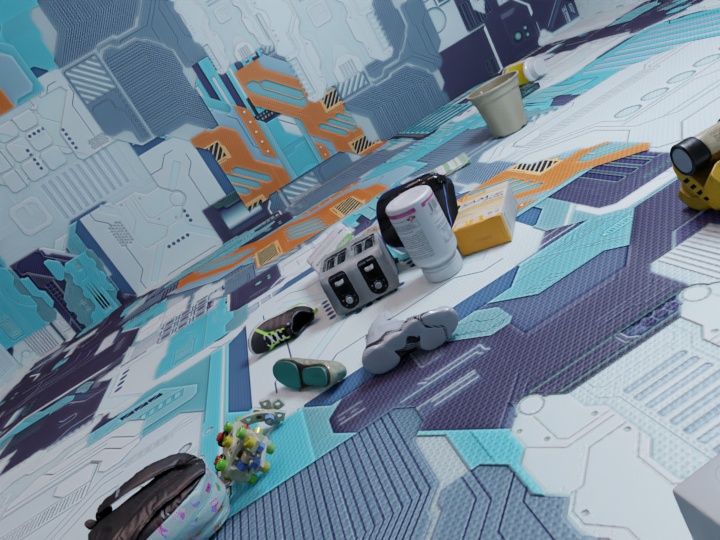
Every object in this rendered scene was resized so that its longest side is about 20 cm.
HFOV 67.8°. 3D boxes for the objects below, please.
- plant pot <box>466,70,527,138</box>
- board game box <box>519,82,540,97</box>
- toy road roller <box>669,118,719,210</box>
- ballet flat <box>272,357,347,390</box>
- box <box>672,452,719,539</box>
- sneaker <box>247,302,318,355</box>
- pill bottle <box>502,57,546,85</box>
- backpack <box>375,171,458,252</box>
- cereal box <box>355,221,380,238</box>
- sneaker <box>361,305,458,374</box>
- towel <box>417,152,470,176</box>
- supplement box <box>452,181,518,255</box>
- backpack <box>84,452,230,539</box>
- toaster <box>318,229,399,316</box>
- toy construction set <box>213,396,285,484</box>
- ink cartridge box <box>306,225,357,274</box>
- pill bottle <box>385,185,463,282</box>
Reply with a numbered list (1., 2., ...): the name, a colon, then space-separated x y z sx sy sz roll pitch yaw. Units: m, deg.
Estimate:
1. plant pot: 0.520 -0.599 1.968 0.200 0.184 0.201 -28 19 10
2. board game box: 0.686 -0.779 2.398 0.199 0.028 0.135 -30 19 1
3. toy road roller: 0.604 -0.145 0.867 0.122 0.146 0.201 -30 56 1
4. ballet flat: -0.105 0.213 1.111 0.062 0.068 0.199 -10 5 -43
5. box: 0.373 0.176 0.406 0.199 0.098 0.124 -33 19 -5
6. sneaker: -0.199 0.147 1.373 0.200 0.072 0.083 -37 21 -16
7. pill bottle: 0.778 -0.943 2.543 0.109 0.110 0.200 -38 20 -21
8. backpack: 0.153 -0.136 1.374 0.199 0.184 0.147 -15 -12 27
9. cereal box: 0.063 -0.120 1.687 0.199 0.040 0.144 -33 19 -7
10. sneaker: 0.088 0.111 1.025 0.199 0.075 0.115 -31 22 10
11. towel: 0.304 -0.372 1.975 0.199 0.023 0.153 -27 19 12
12. supplement box: 0.304 -0.129 1.297 0.125 0.074 0.200 -19 22 29
13. backpack: -0.312 0.394 0.853 0.200 0.127 0.166 -40 33 -27
14. toaster: 0.000 0.000 1.367 0.180 0.119 0.200 -26 19 10
15. toy construction set: -0.201 0.301 0.964 0.131 0.092 0.200 -53 7 13
16. ink cartridge box: -0.068 -0.039 1.565 0.146 0.084 0.200 -49 20 -1
17. pill bottle: 0.149 -0.080 1.214 0.113 0.201 0.114 -27 19 10
